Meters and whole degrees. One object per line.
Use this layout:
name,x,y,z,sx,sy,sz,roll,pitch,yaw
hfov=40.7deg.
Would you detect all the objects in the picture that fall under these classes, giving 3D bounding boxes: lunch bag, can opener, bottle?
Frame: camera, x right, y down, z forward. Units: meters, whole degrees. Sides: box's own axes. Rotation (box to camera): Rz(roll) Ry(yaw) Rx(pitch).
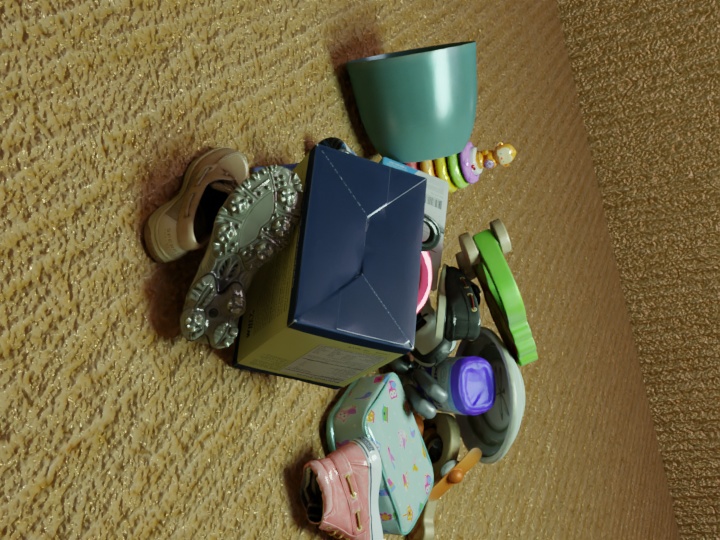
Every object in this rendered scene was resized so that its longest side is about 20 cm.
lunch bag,0.030,0.249,1.320,0.161,0.077,0.201,-54,130,-58
can opener,0.074,0.162,1.393,0.066,0.053,0.200,35,1,-14
bottle,0.132,0.170,1.449,0.065,0.200,0.084,-4,87,-20

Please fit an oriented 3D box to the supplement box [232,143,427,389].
supplement box,-0.037,0.005,1.066,0.134,0.200,0.201,15,66,-20

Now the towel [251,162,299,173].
towel,-0.053,-0.037,1.209,0.024,0.146,0.201,162,-80,-71

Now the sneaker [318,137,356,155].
sneaker,-0.016,-0.081,1.337,0.077,0.075,0.201,2,84,-67

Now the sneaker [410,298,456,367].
sneaker,0.077,0.068,1.440,0.080,0.074,0.200,48,5,-34

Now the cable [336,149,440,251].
cable,0.012,-0.088,1.203,0.199,0.050,0.098,15,96,-23

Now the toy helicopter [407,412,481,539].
toy helicopter,0.111,0.311,1.431,0.079,0.132,0.201,13,86,-32

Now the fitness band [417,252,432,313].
fitness band,0.000,0.000,1.261,0.199,0.037,0.145,8,83,-23

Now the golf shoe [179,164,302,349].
golf shoe,-0.130,-0.021,1.004,0.078,0.097,0.201,30,91,-16

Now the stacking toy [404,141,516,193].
stacking toy,0.159,-0.173,1.590,0.117,0.199,0.110,68,28,-26

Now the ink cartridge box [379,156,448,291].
ink cartridge box,0.060,-0.055,1.436,0.115,0.068,0.201,20,55,-15

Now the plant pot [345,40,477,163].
plant pot,0.087,-0.255,1.488,0.201,0.199,0.162,-38,122,-62

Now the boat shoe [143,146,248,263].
boat shoe,-0.158,-0.074,1.048,0.072,0.064,0.200,65,30,-28

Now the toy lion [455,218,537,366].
toy lion,0.202,0.041,1.384,0.200,0.068,0.193,68,-1,-78

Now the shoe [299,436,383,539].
shoe,-0.026,0.304,1.205,0.091,0.071,0.201,-17,122,-29

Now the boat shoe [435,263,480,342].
boat shoe,0.135,0.045,1.351,0.202,0.063,0.074,-80,173,-71

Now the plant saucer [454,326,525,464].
plant saucer,0.197,0.183,1.437,0.050,0.200,0.202,0,78,-20
